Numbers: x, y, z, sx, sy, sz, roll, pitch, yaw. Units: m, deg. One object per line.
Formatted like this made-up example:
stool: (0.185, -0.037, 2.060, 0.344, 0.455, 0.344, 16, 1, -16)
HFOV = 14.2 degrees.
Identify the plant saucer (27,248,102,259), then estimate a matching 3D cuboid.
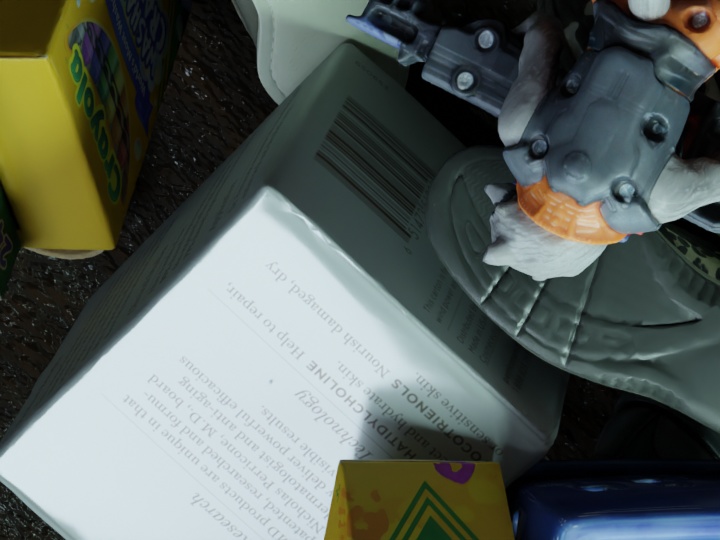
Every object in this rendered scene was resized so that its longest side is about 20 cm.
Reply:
plant saucer: (-0.202, -0.092, 1.589, 0.200, 0.035, 0.200, 29, 149, 20)

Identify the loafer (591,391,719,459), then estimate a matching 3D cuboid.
loafer: (0.185, 0.144, 1.435, 0.200, 0.063, 0.072, 47, 150, -13)

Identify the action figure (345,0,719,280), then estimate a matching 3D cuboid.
action figure: (0.082, -0.090, 1.117, 0.199, 0.194, 0.105, 20, -169, 16)

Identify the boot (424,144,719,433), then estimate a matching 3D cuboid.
boot: (0.120, 0.012, 1.238, 0.203, 0.074, 0.154, 30, -174, 0)

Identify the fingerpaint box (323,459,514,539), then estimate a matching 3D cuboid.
fingerpaint box: (0.018, 0.205, 1.185, 0.073, 0.167, 0.200, 1, 134, -9)

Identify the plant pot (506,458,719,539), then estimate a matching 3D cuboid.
plant pot: (0.142, 0.178, 1.245, 0.180, 0.199, 0.201, -149, 60, -74)

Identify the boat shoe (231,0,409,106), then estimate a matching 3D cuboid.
boat shoe: (-0.030, -0.138, 1.300, 0.202, 0.072, 0.060, 60, -172, -53)

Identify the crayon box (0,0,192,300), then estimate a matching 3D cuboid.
crayon box: (-0.134, -0.100, 1.328, 0.051, 0.200, 0.126, 2, 139, 15)

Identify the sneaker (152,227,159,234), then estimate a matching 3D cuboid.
sneaker: (0.000, -0.002, 1.406, 0.199, 0.104, 0.060, 21, 146, 30)

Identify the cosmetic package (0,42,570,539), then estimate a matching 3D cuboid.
cosmetic package: (-0.026, 0.043, 1.290, 0.166, 0.167, 0.200, 42, 118, -10)

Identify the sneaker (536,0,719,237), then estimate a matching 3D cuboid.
sneaker: (0.148, -0.052, 1.205, 0.200, 0.077, 0.089, 49, -178, 11)
